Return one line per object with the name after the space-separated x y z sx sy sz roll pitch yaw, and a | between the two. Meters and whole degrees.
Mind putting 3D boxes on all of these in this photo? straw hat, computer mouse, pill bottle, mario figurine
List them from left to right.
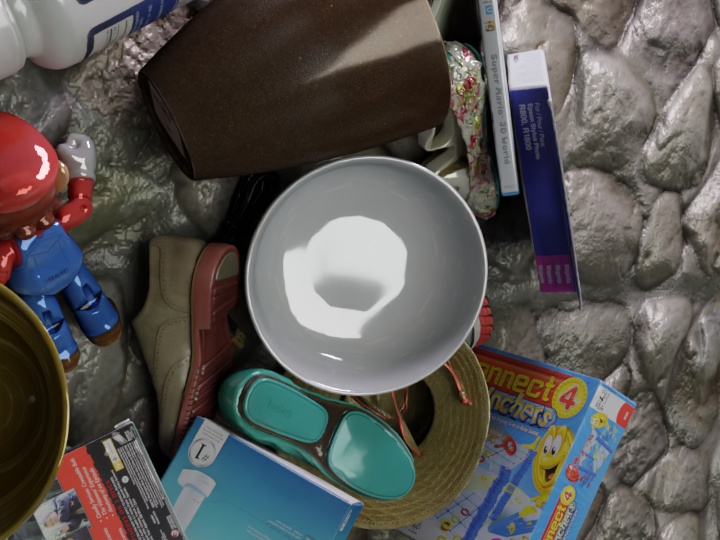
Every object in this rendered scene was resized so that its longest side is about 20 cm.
-0.247 -0.029 0.942 0.123 0.106 0.200 -69 152 -52 | mario figurine
-0.200 -0.211 0.901 0.200 0.111 0.111 -36 119 -27 | pill bottle
-0.054 0.019 1.100 0.200 0.046 0.140 45 71 -34 | computer mouse
0.024 0.127 1.152 0.201 0.085 0.201 1 97 6 | straw hat

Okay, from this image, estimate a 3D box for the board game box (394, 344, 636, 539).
0.128 0.178 1.175 0.056 0.200 0.196 32 79 -35 | board game box

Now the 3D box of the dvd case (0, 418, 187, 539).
-0.229 0.217 0.929 0.200 0.022 0.146 -26 93 -16 | dvd case

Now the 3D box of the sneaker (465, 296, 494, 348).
0.062 -0.001 1.165 0.082 0.078 0.200 -32 117 -28 | sneaker

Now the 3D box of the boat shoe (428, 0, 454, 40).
0.048 -0.235 1.118 0.072 0.061 0.201 -31 141 -70 | boat shoe

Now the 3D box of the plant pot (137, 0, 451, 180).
-0.064 -0.155 0.991 0.200 0.187 0.187 -27 116 -15 | plant pot

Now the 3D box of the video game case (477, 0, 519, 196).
0.122 -0.181 1.148 0.018 0.143 0.200 -7 107 8 | video game case

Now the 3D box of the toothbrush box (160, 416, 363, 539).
-0.110 0.239 1.021 0.200 0.146 0.085 -62 169 -7 | toothbrush box

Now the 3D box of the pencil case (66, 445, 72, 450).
-0.248 0.230 0.976 0.087 0.078 0.200 37 77 -38 | pencil case

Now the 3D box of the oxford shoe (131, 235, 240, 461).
-0.148 0.062 1.037 0.070 0.075 0.200 -39 143 -65 | oxford shoe

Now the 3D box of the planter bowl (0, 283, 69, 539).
-0.282 0.097 0.892 0.083 0.200 0.200 16 89 -79 | planter bowl

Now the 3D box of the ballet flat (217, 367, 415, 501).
-0.039 0.133 1.074 0.200 0.070 0.067 33 79 -32 | ballet flat

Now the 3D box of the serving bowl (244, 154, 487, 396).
0.000 0.000 1.056 0.200 0.066 0.200 -3 102 -12 | serving bowl

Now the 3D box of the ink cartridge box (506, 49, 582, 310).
0.167 -0.087 1.173 0.043 0.200 0.196 -8 110 11 | ink cartridge box

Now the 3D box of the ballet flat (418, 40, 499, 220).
0.080 -0.116 1.145 0.064 0.076 0.200 -33 136 -20 | ballet flat
